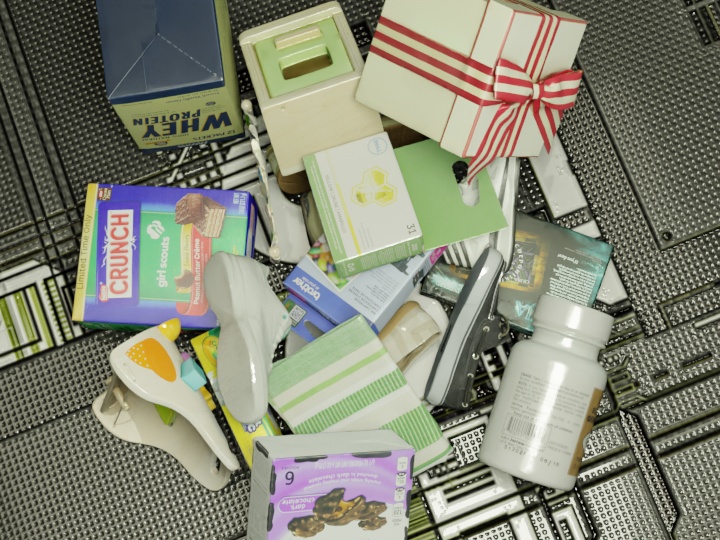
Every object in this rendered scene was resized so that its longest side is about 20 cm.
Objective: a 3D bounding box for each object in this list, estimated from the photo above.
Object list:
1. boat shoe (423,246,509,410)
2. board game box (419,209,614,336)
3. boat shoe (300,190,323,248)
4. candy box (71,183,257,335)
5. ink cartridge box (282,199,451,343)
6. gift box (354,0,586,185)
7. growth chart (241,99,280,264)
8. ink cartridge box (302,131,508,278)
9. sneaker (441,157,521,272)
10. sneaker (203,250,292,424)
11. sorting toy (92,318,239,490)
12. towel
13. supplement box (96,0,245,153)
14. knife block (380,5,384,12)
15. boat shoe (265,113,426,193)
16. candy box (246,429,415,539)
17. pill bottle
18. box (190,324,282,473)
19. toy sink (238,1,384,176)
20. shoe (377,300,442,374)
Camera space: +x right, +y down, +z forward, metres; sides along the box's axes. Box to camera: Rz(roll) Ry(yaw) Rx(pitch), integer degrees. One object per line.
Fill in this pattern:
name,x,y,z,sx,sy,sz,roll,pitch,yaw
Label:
boat shoe,0.135,0.072,1.659,0.066,0.070,0.201,19,105,-4
board game box,0.185,0.000,1.718,0.198,0.028,0.136,21,80,7
boat shoe,-0.018,-0.005,1.708,0.073,0.076,0.202,-13,78,-3
candy box,-0.230,-0.012,1.719,0.198,0.077,0.171,3,78,5
ink cartridge box,0.000,0.000,1.643,0.119,0.042,0.200,36,82,20
gift box,0.128,-0.210,1.586,0.186,0.184,0.202,29,115,32
growth chart,-0.114,-0.101,1.702,0.018,0.145,0.202,-11,79,-3
ink cartridge box,0.049,-0.087,1.622,0.198,0.048,0.147,-18,62,-1
sneaker,0.126,-0.101,1.690,0.114,0.076,0.203,4,80,2
sneaker,-0.112,0.072,1.598,0.088,0.075,0.202,8,60,-36
sorting toy,-0.204,0.166,1.639,0.107,0.200,0.180,-35,83,-25
towel,-0.006,0.161,1.627,0.152,0.023,0.201,-30,107,19
supplement box,-0.224,-0.270,1.714,0.133,0.200,0.202,-9,77,1
knife block,0.123,-0.279,1.715,0.175,0.200,0.064,34,80,-20
boat shoe,-0.014,-0.155,1.732,0.198,0.074,0.063,-17,52,-16
candy box,-0.035,0.281,1.575,0.166,0.071,0.202,-1,104,-23
pill bottle,0.213,0.136,1.629,0.113,0.114,0.202,18,88,7
box,-0.125,0.167,1.652,0.048,0.117,0.201,-25,78,-2
toy sink,-0.063,-0.229,1.696,0.129,0.113,0.201,-18,44,-1
shoe,0.014,0.121,1.678,0.053,0.070,0.200,40,80,19
